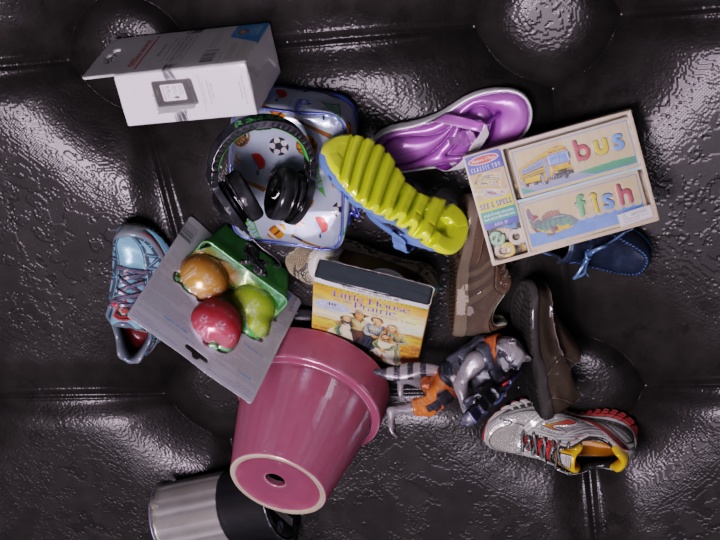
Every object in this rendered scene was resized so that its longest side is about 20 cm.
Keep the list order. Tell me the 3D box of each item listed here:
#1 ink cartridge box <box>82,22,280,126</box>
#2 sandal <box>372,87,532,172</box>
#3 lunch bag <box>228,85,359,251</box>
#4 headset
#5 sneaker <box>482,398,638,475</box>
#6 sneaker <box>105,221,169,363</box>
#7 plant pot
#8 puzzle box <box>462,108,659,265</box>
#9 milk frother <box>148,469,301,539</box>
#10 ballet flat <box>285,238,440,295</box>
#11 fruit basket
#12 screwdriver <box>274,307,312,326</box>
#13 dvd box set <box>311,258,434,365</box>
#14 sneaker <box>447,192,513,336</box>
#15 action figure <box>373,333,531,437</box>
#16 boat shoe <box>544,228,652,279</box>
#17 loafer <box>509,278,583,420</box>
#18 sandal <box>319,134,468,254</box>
[{"bbox_3d":[-0.204,-0.225,1.568,0.199,0.116,0.067,-3,122,15],"label":"ink cartridge box"},{"bbox_3d":[0.106,-0.150,1.582,0.202,0.050,0.083,-18,116,22],"label":"sandal"},{"bbox_3d":[-0.076,-0.119,1.631,0.160,0.076,0.201,6,122,6],"label":"lunch bag"},{"bbox_3d":[-0.117,-0.088,1.570,0.123,0.094,0.201,-7,117,-16],"label":"headset"},{"bbox_3d":[0.257,0.218,1.760,0.199,0.082,0.078,1,122,13],"label":"sneaker"},{"bbox_3d":[-0.288,0.035,1.762,0.079,0.096,0.201,5,123,9],"label":"sneaker"},{"bbox_3d":[-0.079,0.203,1.743,0.199,0.179,0.200,12,140,10],"label":"plant pot"},{"bbox_3d":[0.228,-0.095,1.552,0.199,0.025,0.134,-16,96,7],"label":"puzzle box"},{"bbox_3d":[-0.184,0.386,1.898,0.188,0.200,0.181,-16,121,22],"label":"milk frother"},{"bbox_3d":[0.000,0.000,1.685,0.199,0.075,0.068,12,97,6],"label":"ballet flat"},{"bbox_3d":[-0.178,0.049,1.685,0.185,0.200,0.094,36,137,-11],"label":"fruit basket"},{"bbox_3d":[-0.157,0.055,1.787,0.199,0.028,0.029,6,92,10],"label":"screwdriver"},{"bbox_3d":[0.012,0.058,1.691,0.146,0.029,0.200,14,153,3],"label":"dvd box set"},{"bbox_3d":[0.150,-0.009,1.664,0.075,0.071,0.201,-3,126,-8],"label":"sneaker"},{"bbox_3d":[0.116,0.135,1.679,0.193,0.200,0.105,-26,91,16],"label":"action figure"},{"bbox_3d":[0.247,-0.030,1.614,0.199,0.069,0.084,15,124,3],"label":"boat shoe"},{"bbox_3d":[0.237,0.092,1.702,0.071,0.073,0.201,-18,122,-9],"label":"loafer"},{"bbox_3d":[0.027,-0.079,1.581,0.200,0.080,0.087,40,153,-17],"label":"sandal"}]
